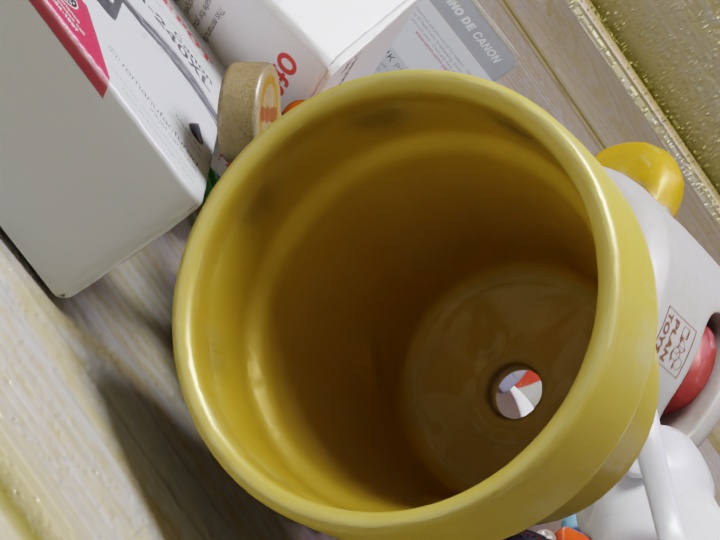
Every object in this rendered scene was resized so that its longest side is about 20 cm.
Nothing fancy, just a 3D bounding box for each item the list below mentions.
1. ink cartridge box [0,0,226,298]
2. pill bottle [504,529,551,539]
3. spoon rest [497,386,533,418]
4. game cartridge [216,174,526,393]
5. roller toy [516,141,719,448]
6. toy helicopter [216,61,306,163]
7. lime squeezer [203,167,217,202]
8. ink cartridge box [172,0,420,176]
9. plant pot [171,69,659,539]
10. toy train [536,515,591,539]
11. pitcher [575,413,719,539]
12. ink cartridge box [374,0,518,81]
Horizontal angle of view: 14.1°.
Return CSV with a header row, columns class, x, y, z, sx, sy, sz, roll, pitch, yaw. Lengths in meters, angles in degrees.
class,x,y,z,sx,sy,sz,roll,pitch,yaw
ink cartridge box,-0.138,-0.096,1.336,0.145,0.083,0.200,52,14,-16
pill bottle,0.054,0.172,1.324,0.106,0.106,0.200,58,14,8
spoon rest,0.051,0.088,1.605,0.060,0.100,0.200,15,17,-20
game cartridge,0.000,0.000,1.543,0.130,0.038,0.200,53,-16,-26
roller toy,0.129,0.034,1.756,0.140,0.200,0.183,41,25,-45
toy helicopter,-0.035,-0.039,1.357,0.200,0.079,0.133,75,25,-59
lime squeezer,-0.071,-0.096,1.562,0.038,0.071,0.200,27,68,-30
ink cartridge box,-0.079,-0.156,1.470,0.200,0.084,0.145,46,-32,6
plant pot,0.045,0.034,1.276,0.201,0.201,0.189,62,12,25
toy train,0.156,0.239,1.670,0.150,0.056,0.200,25,35,-23
pitcher,0.170,0.165,1.576,0.200,0.121,0.172,-103,177,-48
ink cartridge box,-0.037,-0.153,1.641,0.200,0.175,0.084,50,13,-25
